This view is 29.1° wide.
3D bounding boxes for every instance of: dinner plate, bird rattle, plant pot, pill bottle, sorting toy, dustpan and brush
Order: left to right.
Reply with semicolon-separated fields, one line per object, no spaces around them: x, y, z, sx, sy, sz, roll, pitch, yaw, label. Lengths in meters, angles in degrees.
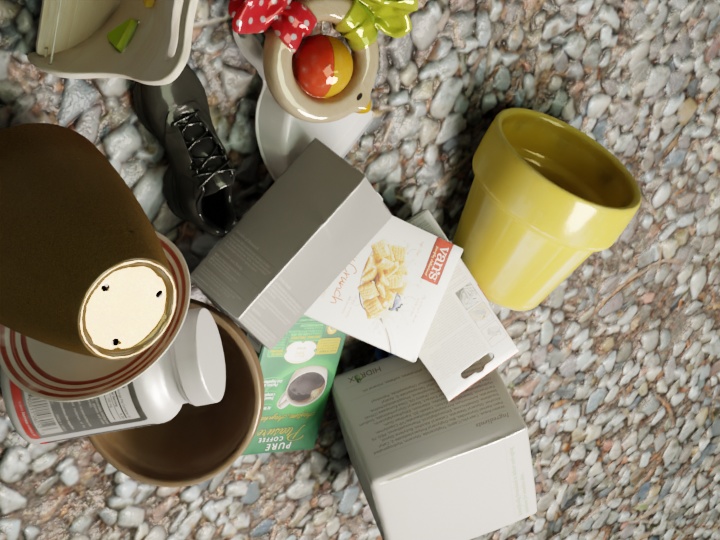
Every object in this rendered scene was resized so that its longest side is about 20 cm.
-0.250;-0.007;1.200;0.186;0.200;0.187;-20;126;-30;plant pot
-0.254;0.041;1.327;0.200;0.200;0.024;-40;144;-14;dinner plate
-0.242;0.101;1.369;0.199;0.116;0.116;-10;131;9;pill bottle
-0.196;-0.248;1.207;0.107;0.180;0.201;-4;118;-38;sorting toy
-0.193;0.121;1.470;0.201;0.200;0.093;-65;175;12;plant pot
-0.075;-0.183;1.450;0.140;0.057;0.200;-52;144;-16;dustpan and brush
-0.040;-0.229;1.381;0.200;0.112;0.164;-9;105;-41;bird rattle
0.203;-0.063;1.665;0.200;0.201;0.189;3;130;-41;plant pot

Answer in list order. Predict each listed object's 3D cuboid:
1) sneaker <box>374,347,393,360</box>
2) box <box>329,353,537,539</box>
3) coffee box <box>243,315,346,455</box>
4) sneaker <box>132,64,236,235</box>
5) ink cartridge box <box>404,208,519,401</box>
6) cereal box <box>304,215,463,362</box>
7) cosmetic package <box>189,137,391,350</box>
0.074;0.088;1.734;0.105;0.076;0.200;-39;133;7;sneaker
0.090;0.215;1.688;0.199;0.172;0.199;-19;139;-5;box
-0.088;0.120;1.624;0.123;0.044;0.201;-2;116;-39;coffee box
-0.163;-0.122;1.379;0.076;0.091;0.200;-31;131;-19;sneaker
0.086;0.040;1.625;0.109;0.050;0.200;-34;95;-5;ink cartridge box
0.000;0.000;1.553;0.199;0.040;0.144;23;89;-17;cereal box
-0.070;-0.026;1.444;0.200;0.090;0.107;-49;153;-8;cosmetic package
